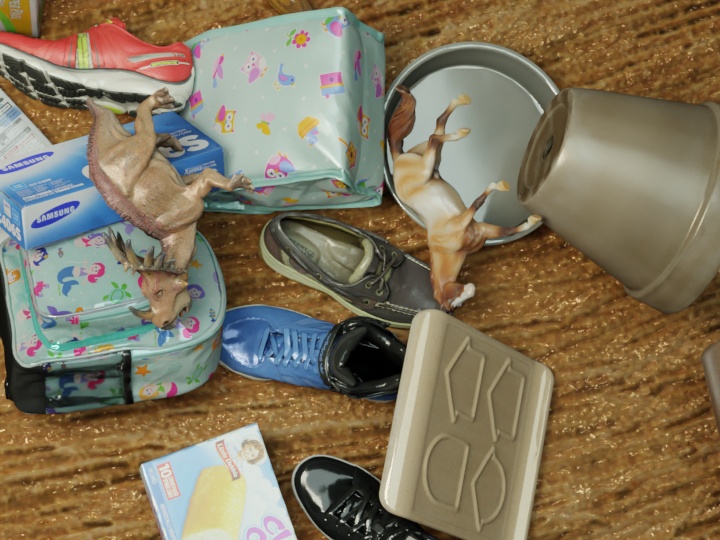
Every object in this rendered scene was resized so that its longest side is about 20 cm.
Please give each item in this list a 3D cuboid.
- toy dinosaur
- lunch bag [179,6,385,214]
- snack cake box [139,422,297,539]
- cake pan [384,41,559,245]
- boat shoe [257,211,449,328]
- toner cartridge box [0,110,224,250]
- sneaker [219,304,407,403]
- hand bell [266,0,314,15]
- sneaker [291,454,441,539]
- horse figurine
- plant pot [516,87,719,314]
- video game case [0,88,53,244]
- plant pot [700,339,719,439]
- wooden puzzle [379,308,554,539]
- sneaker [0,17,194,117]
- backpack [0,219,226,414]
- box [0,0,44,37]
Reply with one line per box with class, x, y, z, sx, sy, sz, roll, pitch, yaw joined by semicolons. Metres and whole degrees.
toy dinosaur;-0.184;-0.064;1.554;0.135;0.086;0.200;-39;86;-24
lunch bag;-0.082;-0.142;1.728;0.198;0.122;0.172;-5;79;25
snack cake box;-0.115;0.252;1.678;0.114;0.067;0.202;-19;83;-11
cake pan;0.109;-0.120;1.799;0.198;0.037;0.203;2;79;-9
boat shoe;0.000;0.000;1.744;0.198;0.065;0.074;18;75;-7
toner cartridge box;-0.227;-0.082;1.638;0.199;0.095;0.044;-20;125;-30
sneaker;-0.043;0.071;1.700;0.198;0.111;0.077;17;77;-5
hand bell;-0.113;-0.304;1.787;0.200;0.104;0.104;43;76;-13
sneaker;0.025;0.235;1.680;0.200;0.112;0.073;42;76;1
horse figurine;0.079;-0.074;1.719;0.050;0.132;0.201;-21;76;-50
plant pot;0.246;-0.085;1.722;0.172;0.200;0.202;22;77;-12
video game case;-0.393;-0.087;1.720;0.200;0.022;0.182;-43;89;-13
plant pot;0.418;0.148;1.729;0.198;0.200;0.200;-12;74;-11
wooden puzzle;0.092;0.150;1.705;0.199;0.046;0.187;25;70;-45
sneaker;-0.251;-0.197;1.735;0.198;0.077;0.086;12;70;1
backpack;-0.218;0.028;1.655;0.198;0.151;0.179;-2;46;-17
box;-0.333;-0.298;1.677;0.100;0.200;0.114;9;78;-7
